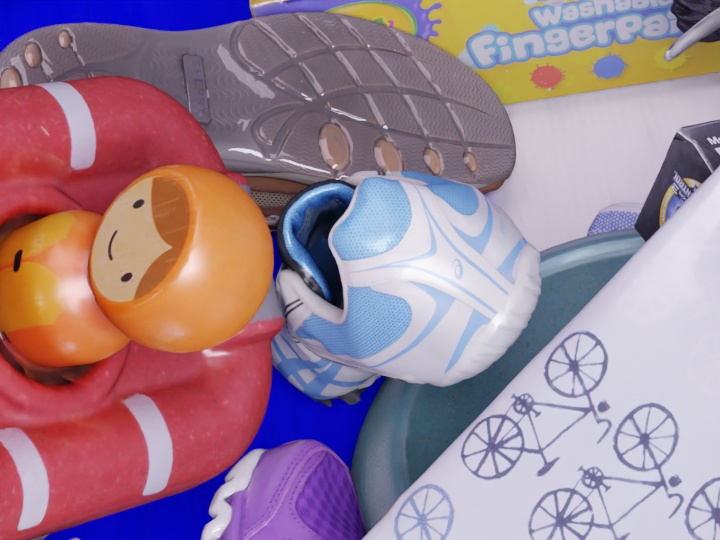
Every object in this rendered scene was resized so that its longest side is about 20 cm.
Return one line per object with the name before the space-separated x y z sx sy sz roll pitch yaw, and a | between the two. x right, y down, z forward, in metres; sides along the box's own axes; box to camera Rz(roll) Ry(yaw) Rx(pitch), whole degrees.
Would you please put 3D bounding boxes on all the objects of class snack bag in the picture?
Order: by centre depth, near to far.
snack bag | 0.101 0.091 0.664 0.189 0.021 0.200 -45 56 4

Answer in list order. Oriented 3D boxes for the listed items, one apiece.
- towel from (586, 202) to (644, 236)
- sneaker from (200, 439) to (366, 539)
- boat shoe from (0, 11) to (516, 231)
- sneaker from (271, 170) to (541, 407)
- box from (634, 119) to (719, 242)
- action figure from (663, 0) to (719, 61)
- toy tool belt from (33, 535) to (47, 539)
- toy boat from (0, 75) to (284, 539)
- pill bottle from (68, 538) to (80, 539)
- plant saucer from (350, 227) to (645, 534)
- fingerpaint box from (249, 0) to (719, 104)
towel | 0.112 0.059 0.847 0.146 0.024 0.201 12 51 24
sneaker | 0.009 0.132 0.750 0.088 0.080 0.201 -26 49 18
boat shoe | -0.042 -0.048 0.946 0.198 0.072 0.076 5 60 -12
sneaker | 0.000 0.000 0.829 0.072 0.200 0.072 41 77 -9
box | 0.206 0.009 0.758 0.199 0.044 0.161 -13 51 -29
action figure | 0.184 -0.109 0.887 0.118 0.103 0.199 22 22 39
toy tool belt | -0.134 0.022 0.866 0.122 0.126 0.200 0 20 34
toy boat | -0.080 0.005 0.725 0.130 0.132 0.199 -16 -2 39
pill bottle | -0.150 0.154 0.706 0.199 0.113 0.112 -26 47 -13
plant saucer | 0.089 0.055 0.824 0.198 0.028 0.201 -9 47 10
fingerpaint box | 0.058 -0.146 1.016 0.198 0.074 0.168 -9 45 5
